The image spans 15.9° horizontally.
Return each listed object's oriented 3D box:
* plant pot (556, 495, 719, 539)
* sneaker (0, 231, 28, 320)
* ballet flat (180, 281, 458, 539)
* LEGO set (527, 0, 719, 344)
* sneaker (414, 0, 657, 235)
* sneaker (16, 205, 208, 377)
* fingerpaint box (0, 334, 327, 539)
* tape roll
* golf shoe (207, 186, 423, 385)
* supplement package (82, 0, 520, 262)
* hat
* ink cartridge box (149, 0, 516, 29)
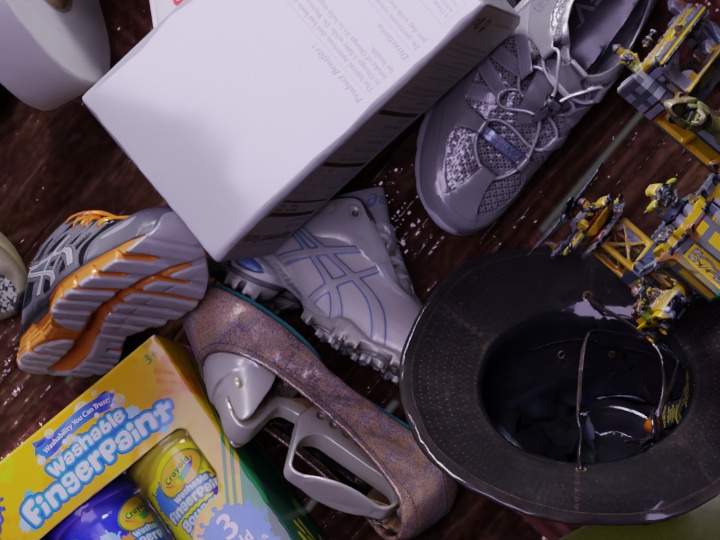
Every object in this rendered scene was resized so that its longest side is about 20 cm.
[{"bbox_3d":[0.204,0.221,1.330,0.186,0.187,0.202,-17,94,14],"label":"plant pot"},{"bbox_3d":[-0.297,-0.002,1.529,0.198,0.089,0.077,17,122,-1],"label":"sneaker"},{"bbox_3d":[-0.035,0.082,1.445,0.199,0.068,0.067,35,54,8],"label":"ballet flat"},{"bbox_3d":[0.175,-0.075,1.360,0.116,0.154,0.200,39,81,-2],"label":"LEGO set"},{"bbox_3d":[0.099,-0.108,1.435,0.074,0.082,0.201,31,92,-18],"label":"sneaker"},{"bbox_3d":[-0.148,-0.002,1.472,0.200,0.078,0.078,-33,52,54],"label":"sneaker"},{"bbox_3d":[-0.138,0.166,1.485,0.200,0.073,0.167,-38,73,8],"label":"fingerpaint box"},{"bbox_3d":[-0.211,-0.190,1.496,0.037,0.203,0.204,-26,75,13],"label":"tape roll"},{"bbox_3d":[0.000,0.000,1.469,0.199,0.078,0.098,31,86,18],"label":"golf shoe"},{"bbox_3d":[-0.030,-0.114,1.389,0.200,0.117,0.117,-42,83,11],"label":"supplement package"},{"bbox_3d":[0.120,0.077,1.404,0.199,0.081,0.202,0,54,0],"label":"hat"},{"bbox_3d":[-0.022,-0.202,1.497,0.198,0.084,0.147,-11,79,14],"label":"ink cartridge box"}]
